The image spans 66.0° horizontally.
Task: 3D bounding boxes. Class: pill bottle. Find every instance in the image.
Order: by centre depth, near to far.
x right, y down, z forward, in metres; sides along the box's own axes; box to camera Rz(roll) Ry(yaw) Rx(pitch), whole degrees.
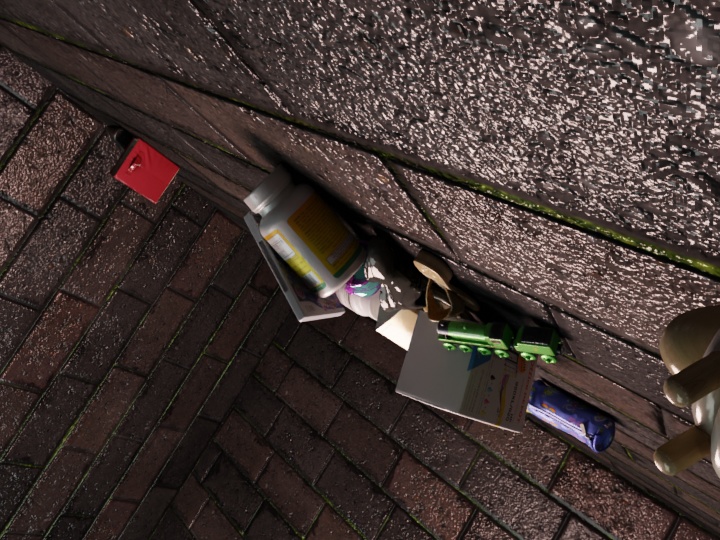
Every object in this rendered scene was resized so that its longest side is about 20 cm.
[{"bbox_3d":[-0.091,-0.065,0.892,0.201,0.113,0.113,48,170,-13],"label":"pill bottle"},{"bbox_3d":[-0.001,0.035,1.260,0.113,0.115,0.199,38,172,-40],"label":"pill bottle"}]

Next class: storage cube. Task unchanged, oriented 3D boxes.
[{"bbox_3d":[-0.829,-0.383,2.126,0.179,0.173,0.199,36,173,-33],"label":"storage cube"}]

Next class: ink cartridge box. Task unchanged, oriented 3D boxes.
[{"bbox_3d":[0.191,0.178,0.967,0.198,0.150,0.143,26,167,-41],"label":"ink cartridge box"}]

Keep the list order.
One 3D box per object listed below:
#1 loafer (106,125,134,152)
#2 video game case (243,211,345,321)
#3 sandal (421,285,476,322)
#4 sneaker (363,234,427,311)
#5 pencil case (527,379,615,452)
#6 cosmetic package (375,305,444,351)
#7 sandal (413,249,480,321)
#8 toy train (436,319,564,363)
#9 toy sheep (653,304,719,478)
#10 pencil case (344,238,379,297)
[{"bbox_3d":[-0.931,-0.515,2.173,0.071,0.073,0.200,36,165,8],"label":"loafer"},{"bbox_3d":[-0.110,-0.008,0.948,0.202,0.018,0.143,60,-159,14],"label":"video game case"},{"bbox_3d":[0.125,0.056,1.030,0.198,0.055,0.080,34,174,5],"label":"sandal"},{"bbox_3d":[0.064,0.004,0.932,0.089,0.077,0.201,3,153,22],"label":"sneaker"},{"bbox_3d":[0.446,0.312,1.195,0.086,0.080,0.199,0,-163,-39],"label":"pencil case"},{"bbox_3d":[0.138,0.121,1.120,0.198,0.072,0.105,32,131,-17],"label":"cosmetic package"},{"bbox_3d":[0.123,0.044,0.875,0.077,0.070,0.212,29,172,36],"label":"sandal"},{"bbox_3d":[0.196,0.098,0.809,0.197,0.042,0.056,2,149,39],"label":"toy train"},{"bbox_3d":[0.229,0.074,0.252,0.137,0.139,0.200,37,-176,-37],"label":"toy sheep"},{"bbox_3d":[0.000,0.000,1.067,0.085,0.092,0.200,44,177,10],"label":"pencil case"}]
